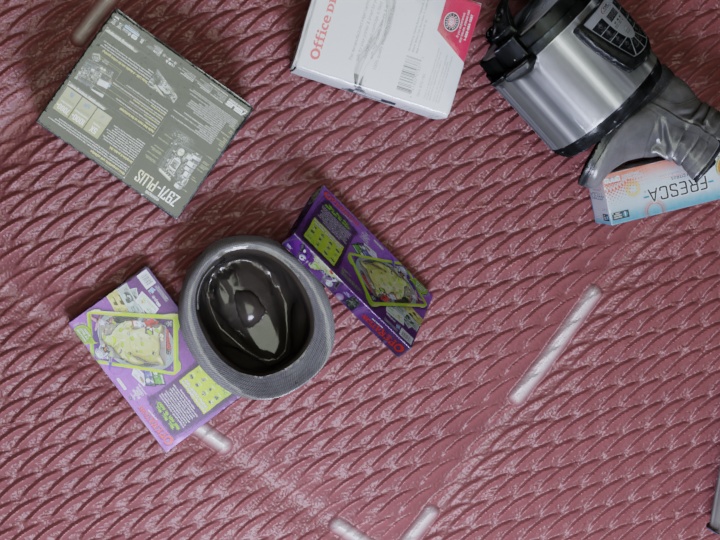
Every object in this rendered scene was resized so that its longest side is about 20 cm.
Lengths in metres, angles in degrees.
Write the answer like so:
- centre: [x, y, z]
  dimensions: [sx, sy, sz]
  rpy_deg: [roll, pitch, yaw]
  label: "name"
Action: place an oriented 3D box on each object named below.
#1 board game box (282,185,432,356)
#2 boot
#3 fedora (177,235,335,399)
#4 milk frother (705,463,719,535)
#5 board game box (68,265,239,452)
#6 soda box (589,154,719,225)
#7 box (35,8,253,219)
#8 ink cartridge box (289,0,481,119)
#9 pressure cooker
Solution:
- centre: [0.000, 0.000, 1.634]
  dimensions: [0.200, 0.120, 0.032]
  rpy_deg: [45, 128, -12]
  label: "board game box"
- centre: [0.370, -0.150, 1.654]
  dimensions: [0.132, 0.070, 0.200]
  rpy_deg: [40, 78, 5]
  label: "boot"
- centre: [-0.128, 0.057, 1.632]
  dimensions: [0.177, 0.090, 0.200]
  rpy_deg: [-38, 91, -7]
  label: "fedora"
- centre: [0.562, 0.262, 1.708]
  dimensions: [0.180, 0.200, 0.189]
  rpy_deg: [8, 94, -14]
  label: "milk frother"
- centre: [-0.251, 0.108, 1.648]
  dimensions: [0.120, 0.032, 0.200]
  rpy_deg: [-36, 98, -9]
  label: "board game box"
- centre: [0.397, -0.113, 1.718]
  dimensions: [0.199, 0.064, 0.069]
  rpy_deg: [-13, 97, -7]
  label: "soda box"
- centre: [-0.254, -0.183, 1.594]
  dimensions: [0.200, 0.086, 0.164]
  rpy_deg: [34, 88, -10]
  label: "box"
- centre: [0.027, -0.283, 1.634]
  dimensions: [0.199, 0.083, 0.146]
  rpy_deg: [17, 92, -10]
  label: "ink cartridge box"
- centre: [0.242, -0.259, 1.625]
  dimensions: [0.179, 0.176, 0.200]
  rpy_deg: [-44, 99, -1]
  label: "pressure cooker"
